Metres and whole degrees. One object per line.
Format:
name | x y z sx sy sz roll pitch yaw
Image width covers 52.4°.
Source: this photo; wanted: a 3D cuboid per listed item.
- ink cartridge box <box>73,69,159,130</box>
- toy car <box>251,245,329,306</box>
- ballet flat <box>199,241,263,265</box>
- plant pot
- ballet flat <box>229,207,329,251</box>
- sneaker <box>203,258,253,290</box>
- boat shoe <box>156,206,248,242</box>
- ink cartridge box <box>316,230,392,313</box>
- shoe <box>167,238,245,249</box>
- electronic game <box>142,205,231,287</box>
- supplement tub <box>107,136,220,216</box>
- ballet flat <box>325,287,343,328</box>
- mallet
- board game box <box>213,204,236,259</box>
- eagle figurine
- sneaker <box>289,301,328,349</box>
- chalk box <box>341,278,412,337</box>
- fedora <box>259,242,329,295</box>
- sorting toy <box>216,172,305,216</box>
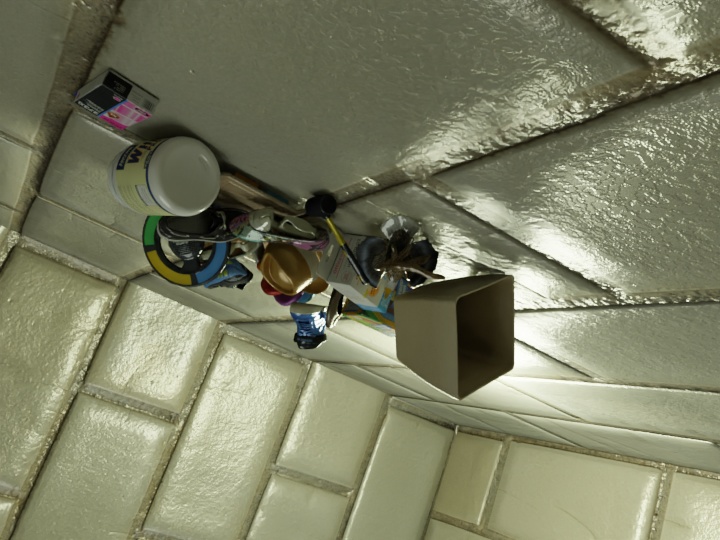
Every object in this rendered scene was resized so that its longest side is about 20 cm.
ink cartridge box | -0.433 -0.291 1.273 0.095 0.037 0.200 31 164 -33
toy car | -0.168 0.008 1.747 0.175 0.150 0.200 8 161 37
ballet flat | -0.289 -0.053 1.644 0.071 0.200 0.069 -144 34 -65
plant pot | 0.176 0.112 1.441 0.177 0.200 0.200 10 -161 42
ballet flat | -0.158 -0.088 1.450 0.200 0.069 0.071 12 149 -4
sneaker | -0.319 0.021 1.763 0.083 0.071 0.200 33 158 -24
boat shoe | -0.308 -0.098 1.482 0.200 0.074 0.060 -3 171 -27
ink cartridge box | 0.000 0.000 1.565 0.068 0.115 0.200 9 161 36
shoe | -0.336 -0.085 1.608 0.200 0.070 0.053 -8 122 15
electronic game | -0.372 -0.062 1.559 0.200 0.200 0.042 18 -166 8
supplement tub | -0.375 -0.176 1.383 0.200 0.145 0.145 5 159 45
ballet flat | -0.042 0.050 1.707 0.046 0.200 0.067 17 -157 2
mallet | -0.043 -0.058 1.411 0.066 0.041 0.200 10 133 53
board game box | -0.366 -0.087 1.772 0.159 0.097 0.200 24 165 -12
eagle figurine | 0.070 -0.016 1.411 0.152 0.151 0.200 50 -176 -2
sneaker | -0.123 0.134 1.729 0.077 0.111 0.200 8 177 8
chalk box | 0.077 0.088 1.759 0.200 0.124 0.125 26 165 -21
fedora | -0.157 -0.011 1.566 0.200 0.082 0.201 26 142 22
sorting toy | -0.233 -0.150 1.511 0.200 0.037 0.185 23 166 -27
